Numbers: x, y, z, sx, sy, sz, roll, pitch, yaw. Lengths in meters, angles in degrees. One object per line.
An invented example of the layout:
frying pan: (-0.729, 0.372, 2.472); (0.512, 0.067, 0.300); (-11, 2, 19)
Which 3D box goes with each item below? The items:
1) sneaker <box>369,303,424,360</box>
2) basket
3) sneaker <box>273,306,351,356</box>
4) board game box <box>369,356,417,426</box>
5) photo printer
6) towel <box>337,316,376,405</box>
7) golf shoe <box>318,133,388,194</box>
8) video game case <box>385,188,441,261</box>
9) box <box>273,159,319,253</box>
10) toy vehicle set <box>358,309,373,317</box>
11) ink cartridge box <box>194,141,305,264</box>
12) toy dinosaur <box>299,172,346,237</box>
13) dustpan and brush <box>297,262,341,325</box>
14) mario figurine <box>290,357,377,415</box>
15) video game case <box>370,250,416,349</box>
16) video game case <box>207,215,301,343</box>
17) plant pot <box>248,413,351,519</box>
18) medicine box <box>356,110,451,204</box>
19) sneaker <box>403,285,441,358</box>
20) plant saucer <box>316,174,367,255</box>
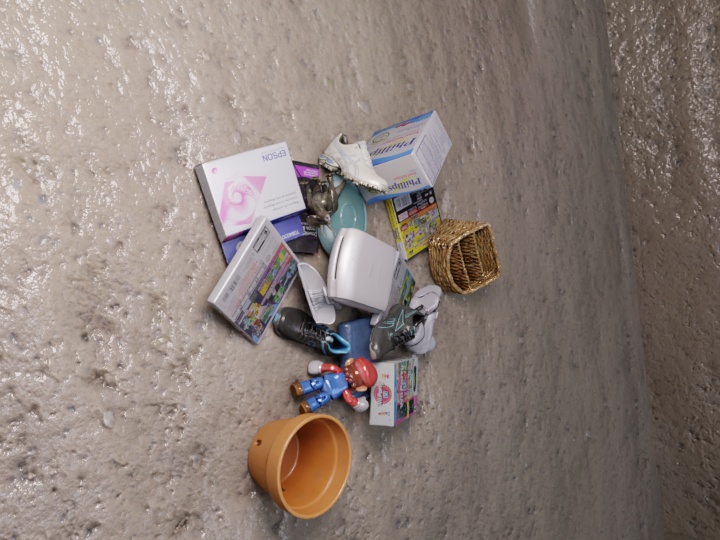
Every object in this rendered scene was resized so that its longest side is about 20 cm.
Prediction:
sneaker: (0.084, 0.143, 1.405); (0.200, 0.079, 0.076); (-49, 141, -47)
basket: (0.288, -0.029, 1.658); (0.143, 0.149, 0.200); (-48, 133, -36)
sneaker: (-0.102, 0.133, 1.301); (0.200, 0.082, 0.073); (31, 69, -41)
board game box: (0.085, 0.294, 1.466); (0.200, 0.064, 0.148); (10, 81, -67)
photo printer: (0.000, 0.000, 1.317); (0.200, 0.069, 0.167); (24, 74, -57)
towel: (-0.009, 0.214, 1.425); (0.111, 0.048, 0.201); (-8, 96, -47)
golf shoe: (-0.005, -0.242, 1.324); (0.097, 0.200, 0.078); (-60, 150, 8)
video game case: (0.152, -0.143, 1.625); (0.200, 0.025, 0.181); (-32, 112, -44)
box: (-0.151, -0.138, 1.289); (0.143, 0.036, 0.201); (0, 91, -47)
toy vehicle set: (0.017, 0.032, 1.442); (0.200, 0.026, 0.125); (49, 55, -50)
ink cartridge box: (-0.206, -0.139, 1.188); (0.196, 0.043, 0.201); (-26, 104, -36)
toy dinosaur: (-0.079, -0.149, 1.271); (0.200, 0.077, 0.103); (-68, 154, -66)
dustpan and brush: (-0.079, 0.065, 1.321); (0.200, 0.057, 0.140); (73, -3, -72)
mario figurine: (-0.053, 0.262, 1.331); (0.199, 0.106, 0.124); (-17, 110, -24)
video game case: (0.087, 0.078, 1.509); (0.182, 0.022, 0.201); (53, 50, -57)
video game case: (-0.204, 0.022, 1.188); (0.200, 0.023, 0.182); (-63, 149, -22)
plant pot: (-0.134, 0.387, 1.218); (0.200, 0.140, 0.201); (2, 88, -46)
medicine box: (0.100, -0.271, 1.432); (0.103, 0.182, 0.200); (57, 40, -28)
sneaker: (0.168, 0.140, 1.590); (0.200, 0.075, 0.115); (-59, 146, -30)
plant saucer: (-0.036, -0.125, 1.394); (0.200, 0.027, 0.201); (-1, 91, -58)
